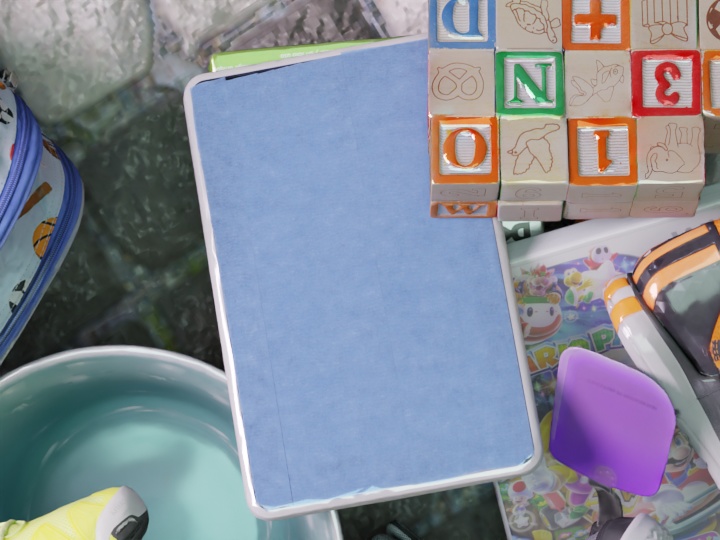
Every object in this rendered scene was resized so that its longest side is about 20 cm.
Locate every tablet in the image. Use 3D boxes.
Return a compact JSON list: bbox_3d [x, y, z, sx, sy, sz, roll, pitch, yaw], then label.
[{"bbox_3d":[0.000,0.000,1.098,0.129,0.014,0.201,-10,77,2],"label":"tablet"}]

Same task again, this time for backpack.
[{"bbox_3d":[-0.213,-0.021,1.107,0.153,0.190,0.201,25,93,-19],"label":"backpack"}]

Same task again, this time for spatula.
[{"bbox_3d":[0.111,0.111,1.141,0.056,0.201,0.021,22,54,21],"label":"spatula"}]

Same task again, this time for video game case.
[{"bbox_3d":[0.125,0.063,1.162,0.142,0.018,0.201,-16,122,0],"label":"video game case"}]

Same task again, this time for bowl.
[{"bbox_3d":[-0.102,0.127,1.157,0.199,0.105,0.202,0,95,4],"label":"bowl"}]

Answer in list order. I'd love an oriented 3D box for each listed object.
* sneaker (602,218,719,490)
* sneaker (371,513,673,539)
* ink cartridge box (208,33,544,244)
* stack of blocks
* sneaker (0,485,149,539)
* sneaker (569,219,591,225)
[{"bbox_3d":[0.200,0.055,1.114,0.112,0.078,0.200,-32,121,10],"label":"sneaker"},{"bbox_3d":[0.054,0.152,1.146,0.114,0.076,0.200,38,134,4],"label":"sneaker"},{"bbox_3d":[0.013,-0.005,1.170,0.147,0.076,0.201,-5,93,-1],"label":"ink cartridge box"},{"bbox_3d":[0.127,-0.084,1.076,0.199,0.059,0.116,-1,77,1],"label":"stack of blocks"},{"bbox_3d":[-0.182,0.142,1.075,0.199,0.075,0.077,-31,93,5],"label":"sneaker"},{"bbox_3d":[0.122,-0.101,1.168,0.112,0.078,0.201,30,91,7],"label":"sneaker"}]
